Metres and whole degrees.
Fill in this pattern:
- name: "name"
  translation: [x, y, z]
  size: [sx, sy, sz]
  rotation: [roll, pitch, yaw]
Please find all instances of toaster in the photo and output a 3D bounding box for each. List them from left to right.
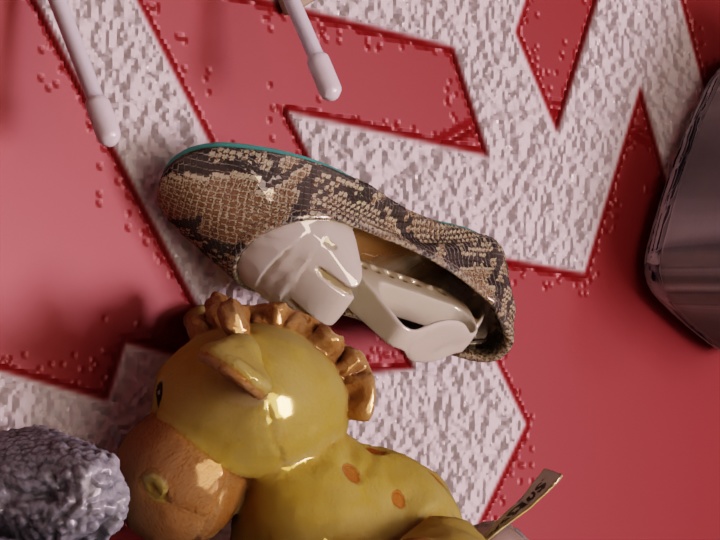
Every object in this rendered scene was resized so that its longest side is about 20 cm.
- name: "toaster"
  translation: [0.229, -0.029, 1.411]
  size: [0.114, 0.129, 0.200]
  rotation: [36, 65, -35]

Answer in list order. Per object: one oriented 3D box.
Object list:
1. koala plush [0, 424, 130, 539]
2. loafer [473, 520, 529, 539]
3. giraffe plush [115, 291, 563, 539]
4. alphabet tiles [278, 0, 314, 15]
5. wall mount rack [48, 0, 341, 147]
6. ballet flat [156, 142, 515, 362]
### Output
- name: "koala plush"
  translation: [-0.107, 0.169, 1.056]
  size: [0.177, 0.200, 0.184]
  rotation: [-26, 107, -40]
- name: "loafer"
  translation: [0.089, 0.193, 1.332]
  size: [0.063, 0.072, 0.200]
  rotation: [-56, 131, -48]
- name: "giraffe plush"
  translation: [-0.031, 0.094, 1.170]
  size: [0.162, 0.173, 0.200]
  rotation: [49, 60, -12]
- name: "alphabet tiles"
  translation: [-0.017, -0.217, 1.273]
  size: [0.200, 0.006, 0.167]
  rotation: [-34, 111, -37]
- name: "wall mount rack"
  translation: [-0.076, -0.152, 1.172]
  size: [0.200, 0.075, 0.174]
  rotation: [-14, 115, -36]
- name: "ballet flat"
  translation: [0.000, 0.000, 1.237]
  size: [0.200, 0.068, 0.075]
  rotation: [19, 39, -43]
